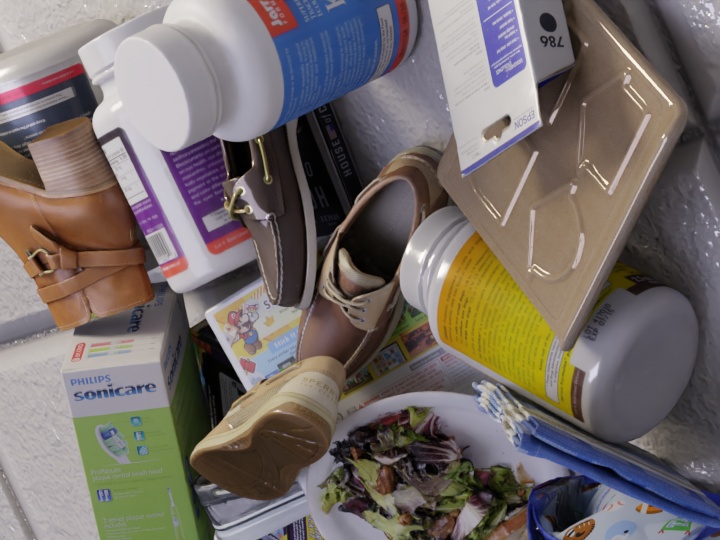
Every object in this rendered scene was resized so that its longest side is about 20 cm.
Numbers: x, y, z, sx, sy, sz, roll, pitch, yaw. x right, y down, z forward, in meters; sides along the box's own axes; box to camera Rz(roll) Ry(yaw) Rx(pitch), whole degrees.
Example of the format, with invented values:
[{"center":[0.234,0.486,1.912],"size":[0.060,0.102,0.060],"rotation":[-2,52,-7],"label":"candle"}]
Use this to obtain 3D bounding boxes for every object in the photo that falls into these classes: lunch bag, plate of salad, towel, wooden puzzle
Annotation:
[{"center":[0.195,0.239,1.557],"size":[0.200,0.123,0.171],"rotation":[15,126,63],"label":"lunch bag"},{"center":[0.058,0.173,1.657],"size":[0.198,0.048,0.201],"rotation":[3,128,4],"label":"plate of salad"},{"center":[0.151,0.120,1.466],"size":[0.146,0.024,0.200],"rotation":[24,-177,-8],"label":"towel"},{"center":[0.132,-0.079,1.422],"size":[0.200,0.046,0.186],"rotation":[59,137,41],"label":"wooden puzzle"}]

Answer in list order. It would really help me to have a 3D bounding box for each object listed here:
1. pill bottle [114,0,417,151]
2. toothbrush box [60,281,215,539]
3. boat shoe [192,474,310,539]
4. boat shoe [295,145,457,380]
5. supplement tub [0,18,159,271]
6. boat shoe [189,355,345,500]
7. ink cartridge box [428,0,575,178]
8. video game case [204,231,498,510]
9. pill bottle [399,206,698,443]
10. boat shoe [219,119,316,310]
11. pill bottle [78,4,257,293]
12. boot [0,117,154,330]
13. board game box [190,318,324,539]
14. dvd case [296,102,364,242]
[{"center":[-0.066,-0.155,1.541],"size":[0.112,0.199,0.113],"rotation":[31,136,36],"label":"pill bottle"},{"center":[-0.174,0.131,1.827],"size":[0.146,0.085,0.201],"rotation":[-85,-12,-64],"label":"toothbrush box"},{"center":[-0.044,0.145,1.753],"size":[0.071,0.199,0.072],"rotation":[52,-166,-22],"label":"boat shoe"},{"center":[0.000,0.000,1.614],"size":[0.075,0.072,0.201],"rotation":[31,112,14],"label":"boat shoe"},{"center":[-0.231,-0.094,1.854],"size":[0.140,0.140,0.201],"rotation":[-5,110,54],"label":"supplement tub"},{"center":[-0.063,0.117,1.662],"size":[0.071,0.065,0.200],"rotation":[34,150,-15],"label":"boat shoe"},{"center":[0.084,-0.168,1.418],"size":[0.099,0.039,0.202],"rotation":[-30,65,56],"label":"ink cartridge box"},{"center":[0.004,0.064,1.678],"size":[0.199,0.023,0.183],"rotation":[-31,88,25],"label":"video game case"},{"center":[0.121,0.028,1.508],"size":[0.199,0.109,0.110],"rotation":[29,135,38],"label":"pill bottle"},{"center":[-0.074,-0.069,1.638],"size":[0.072,0.059,0.202],"rotation":[163,101,-66],"label":"boat shoe"},{"center":[-0.136,-0.095,1.713],"size":[0.111,0.111,0.201],"rotation":[-20,97,56],"label":"pill bottle"},{"center":[-0.260,-0.028,1.779],"size":[0.199,0.077,0.156],"rotation":[-13,108,24],"label":"boot"},{"center":[-0.068,0.151,1.892],"size":[0.165,0.057,0.201],"rotation":[27,133,37],"label":"board game box"},{"center":[-0.067,-0.108,1.734],"size":[0.150,0.025,0.201],"rotation":[-7,107,55],"label":"dvd case"}]
